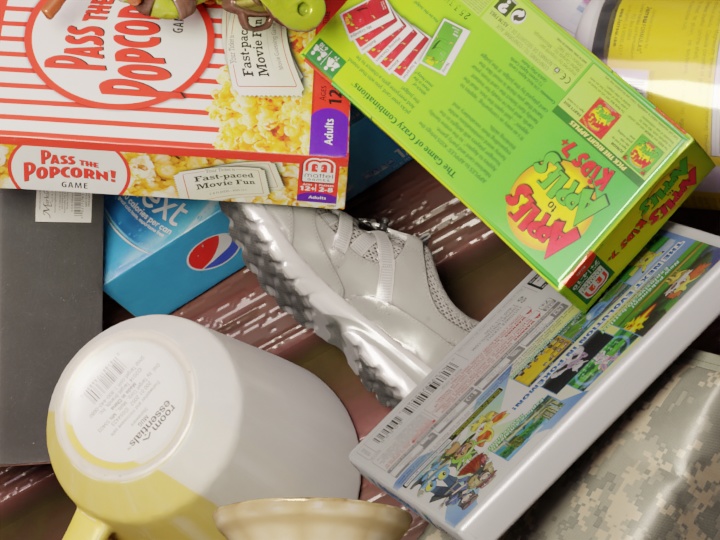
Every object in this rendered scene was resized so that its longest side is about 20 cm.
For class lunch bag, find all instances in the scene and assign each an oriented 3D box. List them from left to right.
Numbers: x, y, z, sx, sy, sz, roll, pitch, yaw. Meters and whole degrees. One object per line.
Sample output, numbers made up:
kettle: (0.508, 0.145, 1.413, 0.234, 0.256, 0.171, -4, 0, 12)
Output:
lunch bag: (0.123, 0.122, 1.492, 0.200, 0.117, 0.164, 16, 71, 56)

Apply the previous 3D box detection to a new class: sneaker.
sneaker: (0.000, 0.000, 1.609, 0.082, 0.075, 0.200, -43, 89, -14)

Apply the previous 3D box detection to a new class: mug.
mug: (-0.095, 0.113, 1.572, 0.149, 0.153, 0.187, -7, 68, 20)

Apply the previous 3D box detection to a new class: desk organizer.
desk organizer: (-0.194, 0.006, 1.650, 0.077, 0.071, 0.201, 7, 97, 56)

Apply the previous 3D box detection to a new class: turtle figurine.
turtle figurine: (-0.057, -0.156, 1.535, 0.199, 0.065, 0.161, -22, 18, -22)

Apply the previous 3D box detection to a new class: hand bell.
hand bell: (-0.026, 0.223, 1.480, 0.104, 0.104, 0.201, -5, 75, 21)

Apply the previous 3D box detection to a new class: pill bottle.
pill bottle: (0.214, -0.086, 1.537, 0.199, 0.112, 0.113, 5, 71, 15)

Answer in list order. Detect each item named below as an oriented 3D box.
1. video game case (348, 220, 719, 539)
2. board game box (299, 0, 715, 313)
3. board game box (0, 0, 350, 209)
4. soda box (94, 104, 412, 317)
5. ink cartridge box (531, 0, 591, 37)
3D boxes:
video game case: (0.095, 0.050, 1.483, 0.200, 0.022, 0.182, -44, 18, -7)
board game box: (0.074, -0.083, 1.492, 0.102, 0.048, 0.200, -48, 64, 4)
board game box: (-0.104, -0.109, 1.589, 0.199, 0.046, 0.152, 3, 52, -2)
soda box: (-0.066, -0.054, 1.675, 0.200, 0.068, 0.064, -33, 60, 8)
ink cartridge box: (0.120, -0.199, 1.667, 0.162, 0.057, 0.200, 33, 90, 30)
